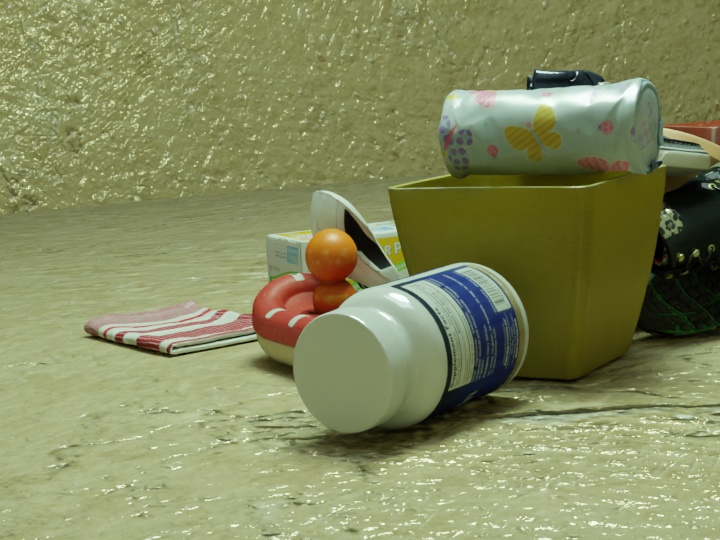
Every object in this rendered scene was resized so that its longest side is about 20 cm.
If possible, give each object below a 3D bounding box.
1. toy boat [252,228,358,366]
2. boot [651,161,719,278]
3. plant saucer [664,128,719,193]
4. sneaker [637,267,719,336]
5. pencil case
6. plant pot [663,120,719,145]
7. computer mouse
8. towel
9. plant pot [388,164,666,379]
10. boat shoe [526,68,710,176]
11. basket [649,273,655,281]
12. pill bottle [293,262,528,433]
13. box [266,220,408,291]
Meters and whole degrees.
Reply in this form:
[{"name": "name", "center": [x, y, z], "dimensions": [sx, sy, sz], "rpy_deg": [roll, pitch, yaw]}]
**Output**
[{"name": "toy boat", "center": [-0.027, 0.025, 1.491], "dimensions": [0.130, 0.132, 0.200], "rpy_deg": [-8, 9, -29]}, {"name": "boot", "center": [0.358, -0.009, 1.504], "dimensions": [0.153, 0.204, 0.074], "rpy_deg": [-17, -27, -30]}, {"name": "plant saucer", "center": [0.341, -0.089, 1.669], "dimensions": [0.199, 0.032, 0.201], "rpy_deg": [21, -19, 8]}, {"name": "sneaker", "center": [0.353, 0.029, 1.576], "dimensions": [0.199, 0.078, 0.085], "rpy_deg": [-18, -22, -36]}, {"name": "pencil case", "center": [0.170, -0.126, 1.372], "dimensions": [0.199, 0.084, 0.091], "rpy_deg": [0, 10, 25]}, {"name": "plant pot", "center": [0.496, -0.114, 2.082], "dimensions": [0.199, 0.178, 0.200], "rpy_deg": [-7, 8, -21]}, {"name": "computer mouse", "center": [0.000, 0.000, 1.583], "dimensions": [0.044, 0.200, 0.109], "rpy_deg": [-48, 33, -18]}, {"name": "towel", "center": [-0.200, 0.062, 1.703], "dimensions": [0.143, 0.023, 0.199], "rpy_deg": [-10, 11, -35]}, {"name": "plant pot", "center": [0.161, -0.001, 1.425], "dimensions": [0.199, 0.178, 0.200], "rpy_deg": [2, 10, 32]}, {"name": "boat shoe", "center": [0.248, -0.146, 1.503], "dimensions": [0.198, 0.094, 0.075], "rpy_deg": [5, -5, -9]}, {"name": "basket", "center": [0.218, -0.036, 1.623], "dimensions": [0.198, 0.178, 0.139], "rpy_deg": [-6, -24, 0]}, {"name": "pill bottle", "center": [0.042, 0.063, 1.243], "dimensions": [0.115, 0.117, 0.199], "rpy_deg": [2, 10, 36]}, {"name": "box", "center": [0.005, 0.003, 1.739], "dimensions": [0.199, 0.102, 0.112], "rpy_deg": [-7, 8, -22]}]
